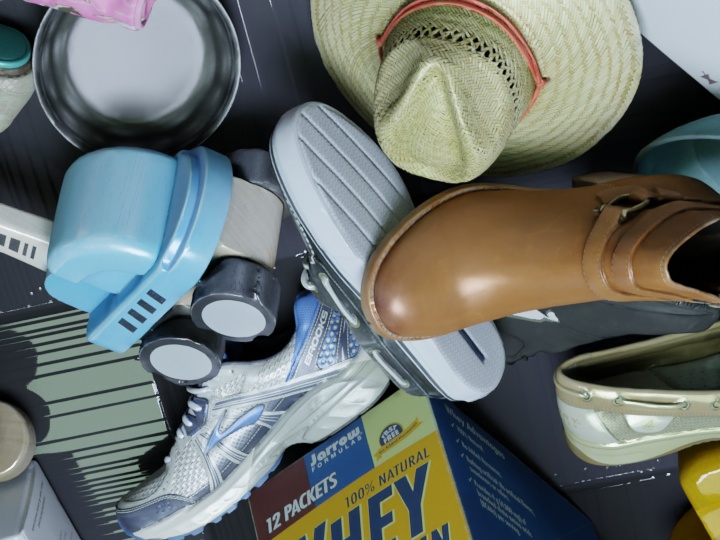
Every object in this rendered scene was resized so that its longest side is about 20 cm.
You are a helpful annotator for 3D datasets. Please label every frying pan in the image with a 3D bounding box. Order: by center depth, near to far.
[{"bbox_3d":[-0.114,-0.150,1.234,0.114,0.031,0.191,10,108,-12],"label":"frying pan"}]

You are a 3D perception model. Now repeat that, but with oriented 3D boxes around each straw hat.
[{"bbox_3d":[0.048,-0.095,1.192,0.200,0.085,0.202,14,139,13],"label":"straw hat"}]

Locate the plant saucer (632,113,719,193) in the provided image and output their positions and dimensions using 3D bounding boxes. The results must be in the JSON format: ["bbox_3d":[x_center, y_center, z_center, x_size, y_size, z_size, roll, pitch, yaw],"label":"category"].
[{"bbox_3d":[0.248,-0.036,1.242,0.199,0.200,0.036,30,73,-16],"label":"plant saucer"}]

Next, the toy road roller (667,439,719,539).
[{"bbox_3d":[0.273,0.141,1.354,0.199,0.123,0.147,-28,105,15],"label":"toy road roller"}]

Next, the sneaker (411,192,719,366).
[{"bbox_3d":[0.108,0.013,1.313,0.198,0.076,0.091,10,126,5],"label":"sneaker"}]

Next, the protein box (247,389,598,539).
[{"bbox_3d":[0.060,0.212,1.318,0.135,0.201,0.198,-35,132,17],"label":"protein box"}]

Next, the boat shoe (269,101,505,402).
[{"bbox_3d":[0.000,0.000,1.241,0.071,0.072,0.201,-16,118,39],"label":"boat shoe"}]

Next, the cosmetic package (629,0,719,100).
[{"bbox_3d":[0.195,-0.158,1.176,0.199,0.113,0.081,35,70,-18],"label":"cosmetic package"}]

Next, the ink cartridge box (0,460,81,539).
[{"bbox_3d":[-0.229,0.239,1.423,0.145,0.086,0.201,-19,119,11],"label":"ink cartridge box"}]

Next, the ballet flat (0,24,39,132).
[{"bbox_3d":[-0.275,-0.123,1.231,0.199,0.068,0.063,21,127,-11],"label":"ballet flat"}]

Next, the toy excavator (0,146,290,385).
[{"bbox_3d":[-0.159,-0.017,1.257,0.199,0.100,0.194,25,143,-21],"label":"toy excavator"}]

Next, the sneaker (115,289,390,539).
[{"bbox_3d":[-0.077,0.081,1.351,0.200,0.077,0.085,-38,103,11],"label":"sneaker"}]

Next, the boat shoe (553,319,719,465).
[{"bbox_3d":[0.212,0.056,1.320,0.199,0.073,0.063,-13,134,4],"label":"boat shoe"}]

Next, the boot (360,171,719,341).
[{"bbox_3d":[0.114,0.000,1.172,0.199,0.155,0.077,-12,105,-26],"label":"boot"}]

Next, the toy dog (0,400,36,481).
[{"bbox_3d":[-0.295,0.112,1.342,0.199,0.097,0.132,-28,162,-17],"label":"toy dog"}]

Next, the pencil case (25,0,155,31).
[{"bbox_3d":[-0.190,-0.187,1.173,0.199,0.087,0.083,16,85,-1],"label":"pencil case"}]
